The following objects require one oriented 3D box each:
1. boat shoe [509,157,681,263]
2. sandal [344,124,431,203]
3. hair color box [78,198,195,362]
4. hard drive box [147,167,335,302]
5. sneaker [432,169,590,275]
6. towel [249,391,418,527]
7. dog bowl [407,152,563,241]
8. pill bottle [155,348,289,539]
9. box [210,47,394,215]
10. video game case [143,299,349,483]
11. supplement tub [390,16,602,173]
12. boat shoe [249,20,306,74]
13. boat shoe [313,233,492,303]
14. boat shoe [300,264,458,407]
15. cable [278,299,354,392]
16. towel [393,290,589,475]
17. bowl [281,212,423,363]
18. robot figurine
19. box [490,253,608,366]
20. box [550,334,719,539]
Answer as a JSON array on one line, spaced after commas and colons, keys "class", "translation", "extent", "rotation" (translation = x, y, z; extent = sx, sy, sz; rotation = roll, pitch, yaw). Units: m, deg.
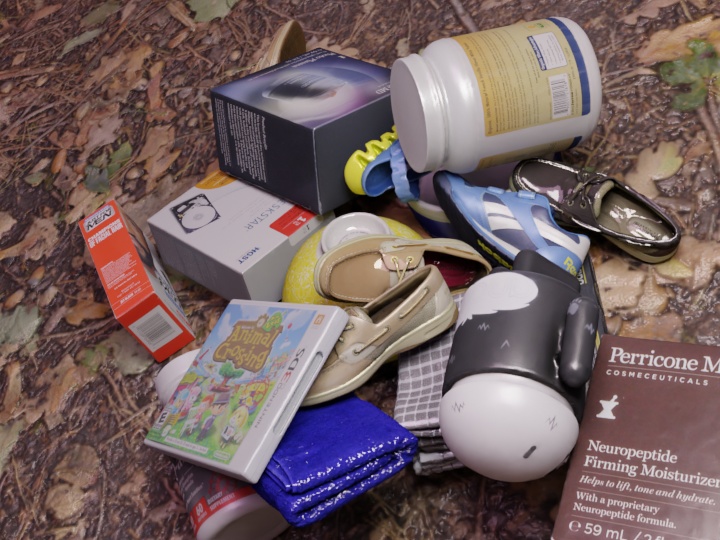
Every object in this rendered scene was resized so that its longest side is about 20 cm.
[{"class": "boat shoe", "translation": [0.257, -0.077, 1.116], "extent": [0.198, 0.065, 0.074], "rotation": [24, 77, 10]}, {"class": "sandal", "translation": [0.077, -0.150, 1.203], "extent": [0.200, 0.079, 0.087], "rotation": [-48, 53, -2]}, {"class": "hair color box", "translation": [-0.294, 0.011, 1.349], "extent": [0.064, 0.111, 0.200], "rotation": [-34, 49, -2]}, {"class": "hard drive box", "translation": [-0.147, -0.046, 1.313], "extent": [0.199, 0.077, 0.156], "rotation": [26, 54, 38]}, {"class": "sneaker", "translation": [0.161, -0.052, 1.118], "extent": [0.082, 0.074, 0.200], "rotation": [-44, 66, -10]}, {"class": "towel", "translation": [-0.052, 0.158, 0.989], "extent": [0.147, 0.050, 0.200], "rotation": [-28, 27, -21]}, {"class": "dog bowl", "translation": [0.144, -0.129, 1.251], "extent": [0.198, 0.079, 0.202], "rotation": [-14, 51, 17]}, {"class": "pill bottle", "translation": [-0.151, 0.193, 1.118], "extent": [0.115, 0.116, 0.201], "rotation": [-30, 58, 4]}, {"class": "box", "translation": [-0.051, -0.186, 1.315], "extent": [0.197, 0.124, 0.199], "rotation": [26, 42, 37]}, {"class": "video game case", "translation": [-0.117, 0.110, 1.019], "extent": [0.199, 0.022, 0.183], "rotation": [1, 55, 52]}, {"class": "supplement tub", "translation": [0.143, -0.186, 1.111], "extent": [0.198, 0.145, 0.145], "rotation": [-13, 47, -12]}, {"class": "boat shoe", "translation": [-0.135, -0.287, 1.515], "extent": [0.064, 0.071, 0.202], "rotation": [2, 59, 27]}, {"class": "boat shoe", "translation": [0.049, 0.000, 1.082], "extent": [0.198, 0.075, 0.066], "rotation": [-8, 15, -25]}, {"class": "boat shoe", "translation": [0.000, 0.063, 1.014], "extent": [0.199, 0.065, 0.072], "rotation": [-29, 26, -4]}, {"class": "cable", "translation": [-0.076, 0.085, 1.224], "extent": [0.198, 0.051, 0.164], "rotation": [-4, 55, 25]}, {"class": "towel", "translation": [0.125, 0.098, 1.027], "extent": [0.198, 0.086, 0.167], "rotation": [-15, 52, 20]}, {"class": "bowl", "translation": [0.000, 0.000, 1.175], "extent": [0.198, 0.108, 0.201], "rotation": [-4, 47, 4]}, {"class": "robot figurine", "translation": [0.139, 0.083, 0.892], "extent": [0.123, 0.151, 0.201], "rotation": [7, 54, 14]}, {"class": "box", "translation": [0.183, 0.075, 1.101], "extent": [0.160, 0.049, 0.201], "rotation": [-18, 50, 17]}, {"class": "box", "translation": [0.280, 0.188, 0.889], "extent": [0.164, 0.165, 0.201], "rotation": [4, 58, 29]}]
